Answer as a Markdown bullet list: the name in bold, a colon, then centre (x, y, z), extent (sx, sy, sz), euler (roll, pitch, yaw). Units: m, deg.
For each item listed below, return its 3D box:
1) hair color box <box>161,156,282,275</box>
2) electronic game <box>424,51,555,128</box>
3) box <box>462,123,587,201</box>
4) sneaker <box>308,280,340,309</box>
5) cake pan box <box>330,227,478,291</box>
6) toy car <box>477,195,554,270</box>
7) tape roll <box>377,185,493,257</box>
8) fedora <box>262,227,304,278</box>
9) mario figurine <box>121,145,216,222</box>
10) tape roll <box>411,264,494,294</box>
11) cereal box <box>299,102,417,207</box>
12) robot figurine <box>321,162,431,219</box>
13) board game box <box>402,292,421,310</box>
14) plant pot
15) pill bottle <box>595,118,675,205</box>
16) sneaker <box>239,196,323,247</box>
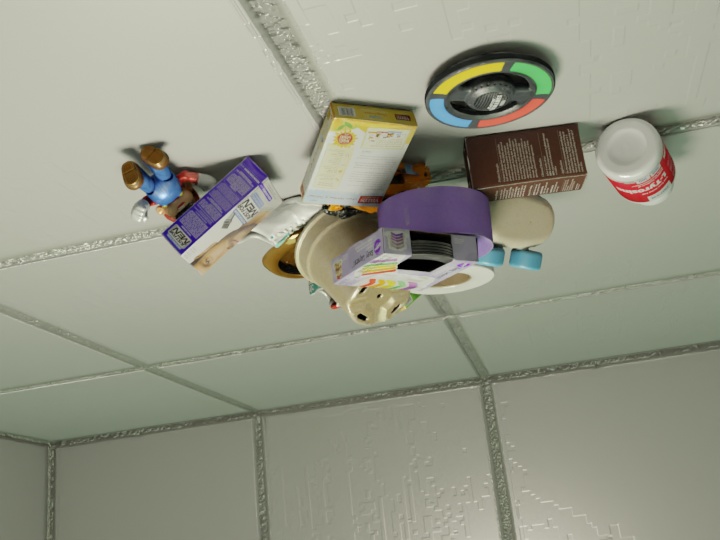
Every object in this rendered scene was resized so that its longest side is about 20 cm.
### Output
- **hair color box**: centre (-0.237, -0.093, 1.482), extent (0.200, 0.065, 0.109), euler (-42, 160, -5)
- **electronic game**: centre (0.197, -0.271, 1.297), extent (0.199, 0.042, 0.200), euler (-6, 160, -2)
- **box**: centre (0.284, -0.184, 1.482), extent (0.199, 0.101, 0.075), euler (-6, 162, 1)
- **sneaker**: centre (-0.031, 0.052, 1.878), extent (0.199, 0.094, 0.070), euler (25, 152, -26)
- **cake pan box**: centre (0.074, -0.017, 1.432), extent (0.183, 0.053, 0.200), euler (3, 163, -29)
- **toy car**: centre (0.256, -0.109, 1.660), extent (0.176, 0.185, 0.200), euler (5, -173, -28)
- **tape roll**: centre (0.130, -0.073, 1.490), extent (0.199, 0.085, 0.200), euler (-4, 164, -1)
- **fedora**: centre (-0.112, -0.056, 1.751), extent (0.200, 0.082, 0.201), euler (-9, 154, -4)
- **mario figurine**: centre (-0.318, -0.127, 1.452), extent (0.123, 0.106, 0.200), euler (-8, 159, 13)
- **tape roll**: centre (0.174, -0.011, 1.760), extent (0.201, 0.071, 0.203), euler (-4, 163, -1)
- **cereal box**: centre (-0.007, -0.185, 1.402), extent (0.143, 0.040, 0.200), euler (2, 143, -22)
- **robot figurine**: centre (0.021, -0.149, 1.550), extent (0.199, 0.058, 0.145), euler (-2, 151, -13)
- **board game box**: centre (0.108, 0.012, 1.868), extent (0.030, 0.096, 0.200), euler (-23, -174, 33)
- **plant pot**: centre (0.000, 0.000, 1.628), extent (0.200, 0.184, 0.201), euler (-17, 134, -19)
- **pill bottle**: centre (0.500, -0.186, 1.527), extent (0.112, 0.113, 0.200), euler (-16, 159, 26)
- **sneaker**: centre (-0.148, -0.088, 1.641), extent (0.199, 0.089, 0.075), euler (-6, 160, -1)
